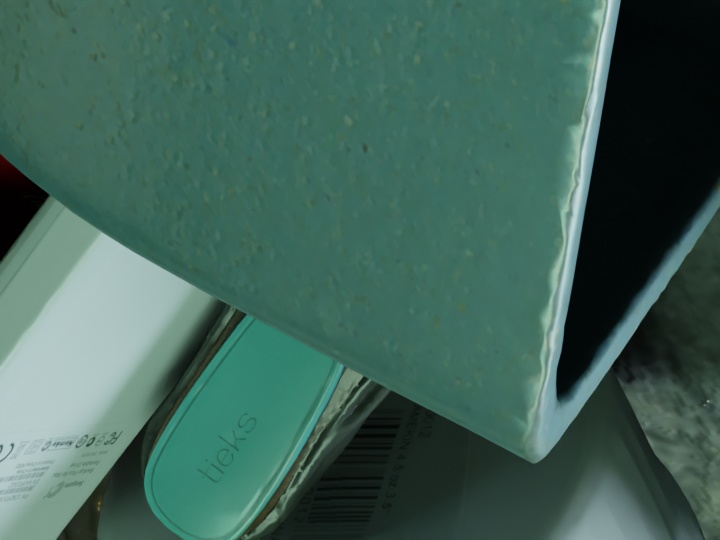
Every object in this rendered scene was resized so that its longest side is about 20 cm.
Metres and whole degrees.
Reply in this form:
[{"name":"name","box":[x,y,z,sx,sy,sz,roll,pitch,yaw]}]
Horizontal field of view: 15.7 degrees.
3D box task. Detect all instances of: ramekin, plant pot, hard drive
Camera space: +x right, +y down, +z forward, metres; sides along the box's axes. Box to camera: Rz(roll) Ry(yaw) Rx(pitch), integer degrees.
[{"name":"ramekin","box":[0.010,0.091,0.863,0.199,0.201,0.098,-6,134,21]},{"name":"plant pot","box":[-0.005,-0.115,0.554,0.199,0.196,0.197,18,126,19]},{"name":"hard drive","box":[-0.076,0.014,0.764,0.026,0.200,0.132,41,-168,15]}]

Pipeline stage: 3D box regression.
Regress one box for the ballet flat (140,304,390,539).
[{"name":"ballet flat","box":[0.000,0.000,0.782,0.068,0.068,0.200,43,117,4]}]

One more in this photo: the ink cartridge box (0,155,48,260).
[{"name":"ink cartridge box","box":[-0.152,0.013,0.817,0.174,0.085,0.200,4,170,12]}]

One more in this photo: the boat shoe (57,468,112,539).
[{"name":"boat shoe","box":[-0.115,0.093,0.998,0.199,0.072,0.068,22,158,-6]}]
